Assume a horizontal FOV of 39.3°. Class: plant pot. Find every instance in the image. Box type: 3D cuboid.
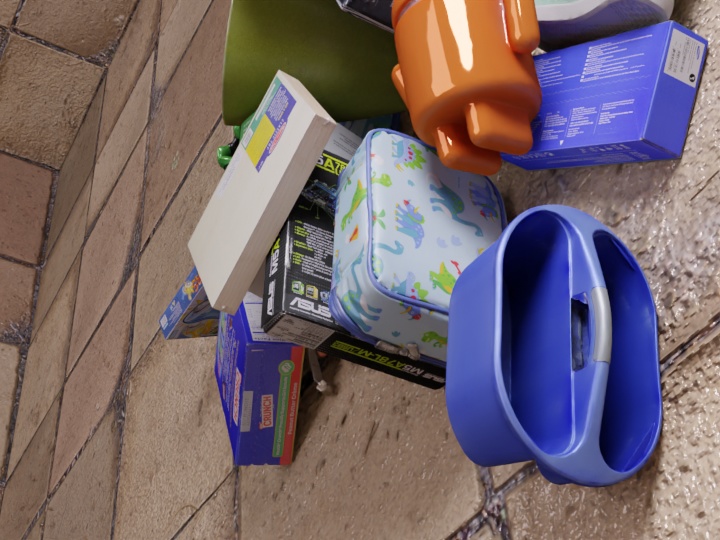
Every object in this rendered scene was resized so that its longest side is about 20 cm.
[{"bbox_3d":[-0.038,-0.238,1.104,0.187,0.197,0.190,-172,90,-88],"label":"plant pot"}]

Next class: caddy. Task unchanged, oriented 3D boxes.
[{"bbox_3d":[0.140,0.054,0.703,0.105,0.140,0.203,-40,39,55],"label":"caddy"}]

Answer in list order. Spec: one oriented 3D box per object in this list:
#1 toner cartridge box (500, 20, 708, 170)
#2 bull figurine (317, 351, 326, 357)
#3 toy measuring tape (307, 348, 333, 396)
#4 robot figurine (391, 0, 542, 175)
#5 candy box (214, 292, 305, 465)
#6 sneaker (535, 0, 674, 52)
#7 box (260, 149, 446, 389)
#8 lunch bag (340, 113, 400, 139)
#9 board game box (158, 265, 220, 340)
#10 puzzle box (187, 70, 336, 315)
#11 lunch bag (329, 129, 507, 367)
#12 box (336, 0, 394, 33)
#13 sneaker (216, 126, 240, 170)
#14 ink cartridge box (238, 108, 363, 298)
[{"bbox_3d":[0.192,-0.139,0.838,0.199,0.043,0.096,7,79,64],"label":"toner cartridge box"},{"bbox_3d":[0.000,0.000,1.110,0.121,0.064,0.203,-3,71,60],"label":"bull figurine"},{"bbox_3d":[-0.040,0.042,1.183,0.074,0.073,0.202,-43,53,45],"label":"toy measuring tape"},{"bbox_3d":[0.088,-0.184,0.867,0.144,0.115,0.203,86,174,-71],"label":"robot figurine"},{"bbox_3d":[-0.127,0.109,1.231,0.201,0.076,0.171,-114,30,-58],"label":"candy box"},{"bbox_3d":[0.210,-0.250,0.854,0.200,0.073,0.120,4,69,67],"label":"sneaker"},{"bbox_3d":[0.006,-0.006,0.946,0.047,0.198,0.195,-41,39,43],"label":"box"},{"bbox_3d":[-0.026,-0.181,1.265,0.200,0.082,0.163,-36,42,50],"label":"lunch bag"},{"bbox_3d":[-0.174,0.022,1.367,0.200,0.134,0.035,-50,55,39],"label":"board game box"},{"bbox_3d":[-0.096,-0.075,0.935,0.202,0.025,0.133,-60,29,16],"label":"puzzle box"},{"bbox_3d":[0.057,-0.017,0.882,0.083,0.159,0.202,-51,29,42],"label":"lunch bag"},{"bbox_3d":[0.069,-0.309,1.025,0.125,0.195,0.201,-59,28,21],"label":"box"},{"bbox_3d":[-0.113,-0.188,1.255,0.201,0.084,0.079,-56,33,28],"label":"sneaker"},{"bbox_3d":[-0.054,-0.060,1.036,0.083,0.146,0.202,-28,46,36],"label":"ink cartridge box"}]
